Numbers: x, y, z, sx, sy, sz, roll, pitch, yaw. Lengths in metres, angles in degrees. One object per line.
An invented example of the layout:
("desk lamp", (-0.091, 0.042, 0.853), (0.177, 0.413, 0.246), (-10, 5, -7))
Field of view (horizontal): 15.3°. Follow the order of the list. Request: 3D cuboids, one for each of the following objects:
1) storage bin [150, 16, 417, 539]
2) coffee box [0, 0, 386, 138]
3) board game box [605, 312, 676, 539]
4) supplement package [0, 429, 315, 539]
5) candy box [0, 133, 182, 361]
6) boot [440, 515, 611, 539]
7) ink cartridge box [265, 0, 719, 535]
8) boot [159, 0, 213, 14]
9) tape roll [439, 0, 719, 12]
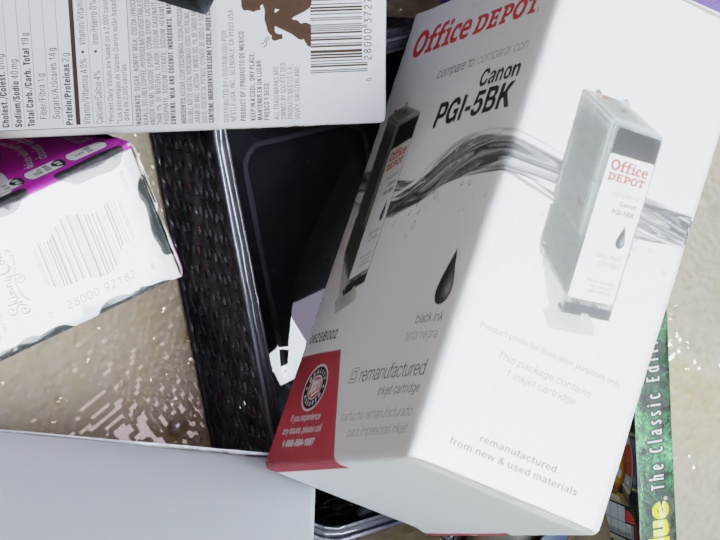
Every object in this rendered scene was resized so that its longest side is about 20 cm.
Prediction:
("storage bin", (0.000, 0.000, 1.144), (0.135, 0.094, 0.201), (-14, 102, -20))
("coffee box", (-0.093, -0.113, 1.044), (0.199, 0.113, 0.080), (-2, 124, -3))
("board game box", (0.107, 0.073, 1.189), (0.023, 0.105, 0.201), (-6, 98, -17))
("supplement package", (-0.121, 0.150, 1.034), (0.199, 0.156, 0.111), (5, 123, -3))
("candy box", (-0.186, 0.007, 1.045), (0.200, 0.136, 0.061), (-27, 108, -17))
("boot", (0.036, 0.138, 1.076), (0.200, 0.075, 0.097), (-38, 134, -43))
("ink cartridge box", (0.053, -0.007, 1.018), (0.083, 0.147, 0.201), (23, 76, -20))
("boot", (-0.114, -0.195, 0.968), (0.066, 0.200, 0.165), (12, 95, -62))
("tape roll", (0.113, -0.183, 1.144), (0.200, 0.085, 0.201), (1, 88, -37))
